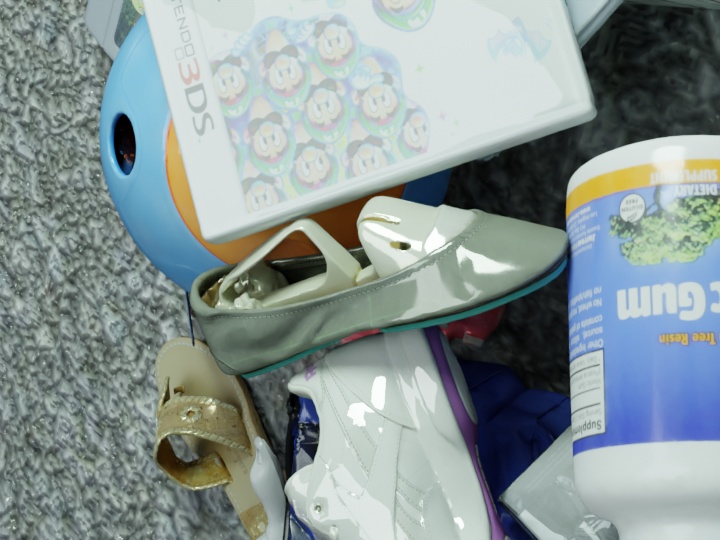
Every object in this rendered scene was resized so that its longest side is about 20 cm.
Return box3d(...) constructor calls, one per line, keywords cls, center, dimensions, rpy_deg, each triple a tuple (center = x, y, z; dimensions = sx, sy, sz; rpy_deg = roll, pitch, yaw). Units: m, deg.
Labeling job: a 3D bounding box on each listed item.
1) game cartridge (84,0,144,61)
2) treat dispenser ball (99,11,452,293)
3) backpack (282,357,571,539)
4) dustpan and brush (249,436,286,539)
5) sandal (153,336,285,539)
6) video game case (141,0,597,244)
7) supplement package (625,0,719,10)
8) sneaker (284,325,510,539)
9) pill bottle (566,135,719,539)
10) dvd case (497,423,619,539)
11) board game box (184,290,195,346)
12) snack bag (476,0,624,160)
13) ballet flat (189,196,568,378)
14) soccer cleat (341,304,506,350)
box3d(cls="game cartridge", center=(-0.128, -0.194, 1.045), dimensions=(0.199, 0.041, 0.135), rpy_deg=(34, 118, 39))
box3d(cls="treat dispenser ball", center=(-0.046, -0.075, 0.814), dimensions=(0.199, 0.199, 0.204), rpy_deg=(2, 93, 44))
box3d(cls="backpack", center=(0.039, 0.158, 0.804), dimensions=(0.166, 0.162, 0.203), rpy_deg=(7, 95, 24))
box3d(cls="dustpan and brush", center=(-0.050, 0.193, 0.909), dimensions=(0.140, 0.057, 0.202), rpy_deg=(43, 157, 57))
box3d(cls="sandal", center=(-0.109, 0.124, 1.012), dimensions=(0.212, 0.069, 0.078), rpy_deg=(50, 123, 31))
box3d(cls="video game case", center=(-0.007, -0.129, 0.688), dimensions=(0.198, 0.024, 0.184), rpy_deg=(-17, 83, 16))
box3d(cls="supplement package", center=(0.141, -0.194, 0.720), dimensions=(0.199, 0.117, 0.119), rpy_deg=(14, 101, 43))
box3d(cls="sneaker", center=(0.021, 0.127, 0.693), dimensions=(0.099, 0.075, 0.202), rpy_deg=(-18, 72, 8))
box3d(cls="pill bottle", center=(0.149, 0.052, 0.642), dimensions=(0.111, 0.111, 0.203), rpy_deg=(-15, 69, 44))
box3d(cls="dvd case", center=(0.184, 0.128, 0.683), dimensions=(0.150, 0.025, 0.200), rpy_deg=(-43, 67, -3))
box3d(cls="board game box", center=(-0.109, -0.053, 0.986), dimensions=(0.159, 0.038, 0.202), rpy_deg=(-108, 13, -59))
box3d(cls="snack bag", center=(0.067, -0.186, 0.698), dimensions=(0.189, 0.021, 0.201), rpy_deg=(-48, 63, 36))
box3d(cls="ballet flat", center=(0.000, 0.000, 0.684), dimensions=(0.198, 0.067, 0.064), rpy_deg=(-18, 109, 30))
box3d(cls="soccer cleat", center=(0.017, 0.004, 0.899), dimensions=(0.199, 0.067, 0.077), rpy_deg=(2, 61, 50))
